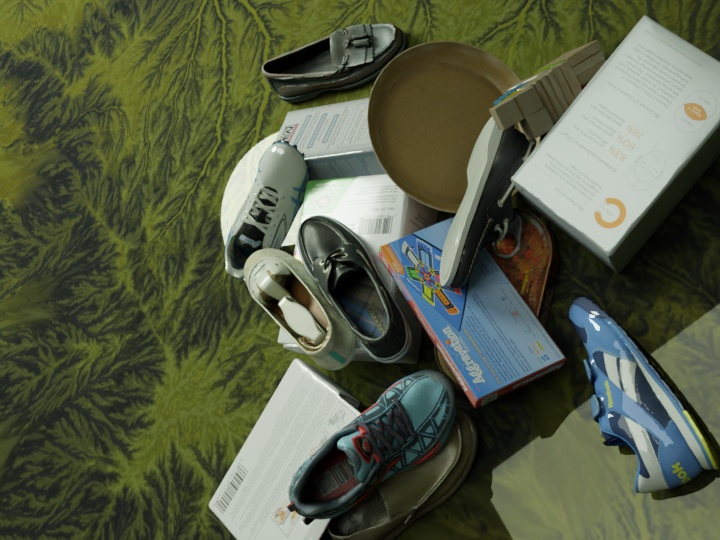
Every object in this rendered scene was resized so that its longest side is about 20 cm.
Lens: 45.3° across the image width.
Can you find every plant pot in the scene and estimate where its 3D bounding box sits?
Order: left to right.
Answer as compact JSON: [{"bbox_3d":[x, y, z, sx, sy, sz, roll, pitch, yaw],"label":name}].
[{"bbox_3d":[0.101,-0.156,0.951,0.198,0.027,0.202,3,76,-11],"label":"plant pot"}]

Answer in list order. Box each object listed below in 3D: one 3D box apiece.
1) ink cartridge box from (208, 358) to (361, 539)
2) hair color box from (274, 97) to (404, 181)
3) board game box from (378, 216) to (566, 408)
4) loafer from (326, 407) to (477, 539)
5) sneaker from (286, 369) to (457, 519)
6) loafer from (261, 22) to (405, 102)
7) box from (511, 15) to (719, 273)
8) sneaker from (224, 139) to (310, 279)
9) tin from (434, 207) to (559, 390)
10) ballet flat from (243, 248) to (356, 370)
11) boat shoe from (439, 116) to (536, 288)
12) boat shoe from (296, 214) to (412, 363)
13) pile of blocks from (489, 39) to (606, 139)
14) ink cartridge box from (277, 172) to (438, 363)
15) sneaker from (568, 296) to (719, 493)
[{"bbox_3d":[-0.065,0.224,0.950,0.176,0.045,0.201,31,90,47],"label":"ink cartridge box"},{"bbox_3d":[-0.013,-0.152,1.048,0.198,0.061,0.100,-3,49,31],"label":"hair color box"},{"bbox_3d":[0.108,0.034,0.867,0.102,0.020,0.201,-21,56,-16],"label":"board game box"},{"bbox_3d":[0.041,0.221,0.886,0.200,0.067,0.076,-51,57,9],"label":"loafer"},{"bbox_3d":[0.015,0.172,0.822,0.200,0.096,0.079,-42,79,-1],"label":"sneaker"},{"bbox_3d":[-0.039,-0.275,1.126,0.198,0.063,0.073,-17,64,27],"label":"loafer"},{"bbox_3d":[0.264,-0.119,0.841,0.124,0.097,0.200,42,96,24],"label":"box"},{"bbox_3d":[-0.115,-0.067,1.048,0.073,0.071,0.201,-70,5,-52],"label":"sneaker"},{"bbox_3d":[0.144,0.033,0.911,0.111,0.042,0.202,10,78,31],"label":"tin"},{"bbox_3d":[-0.075,0.029,0.932,0.068,0.062,0.200,-52,54,3],"label":"ballet flat"},{"bbox_3d":[0.132,-0.066,0.885,0.060,0.074,0.201,23,63,-7],"label":"boat shoe"},{"bbox_3d":[-0.011,0.008,0.897,0.068,0.057,0.201,-37,59,2],"label":"boat shoe"},{"bbox_3d":[0.194,-0.174,0.903,0.082,0.200,0.063,-18,106,49],"label":"pile of blocks"},{"bbox_3d":[0.000,0.000,0.985,0.144,0.084,0.202,-1,72,32],"label":"ink cartridge box"},{"bbox_3d":[0.241,0.112,0.798,0.082,0.074,0.201,-39,55,17],"label":"sneaker"}]
